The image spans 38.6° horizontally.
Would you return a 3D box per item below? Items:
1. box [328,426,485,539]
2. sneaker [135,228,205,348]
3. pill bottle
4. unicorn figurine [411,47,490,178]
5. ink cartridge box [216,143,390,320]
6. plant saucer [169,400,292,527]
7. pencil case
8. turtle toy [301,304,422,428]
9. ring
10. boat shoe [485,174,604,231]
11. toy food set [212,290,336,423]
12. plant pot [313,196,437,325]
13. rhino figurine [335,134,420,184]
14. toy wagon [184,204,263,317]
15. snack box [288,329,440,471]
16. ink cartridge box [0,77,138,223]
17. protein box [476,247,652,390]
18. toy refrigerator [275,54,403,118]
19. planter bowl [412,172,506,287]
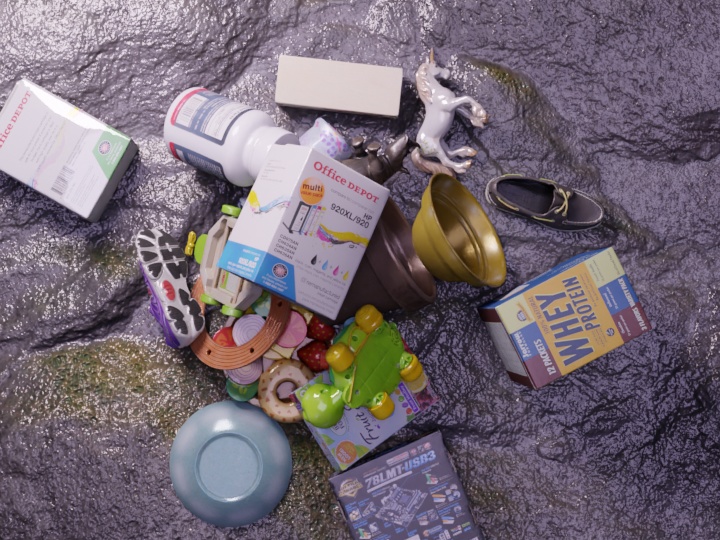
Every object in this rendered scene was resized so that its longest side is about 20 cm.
[{"bbox_3d":[0.074,0.382,1.640,0.198,0.050,0.201,-24,88,-2],"label":"box"},{"bbox_3d":[-0.317,0.030,1.630,0.080,0.083,0.202,-6,69,-42],"label":"sneaker"},{"bbox_3d":[-0.194,-0.197,1.582,0.198,0.119,0.121,25,87,28],"label":"pill bottle"},{"bbox_3d":[0.136,-0.248,1.650,0.136,0.074,0.202,22,93,10],"label":"unicorn figurine"},{"bbox_3d":[-0.081,-0.059,1.461,0.146,0.144,0.202,26,85,-29],"label":"ink cartridge box"},{"bbox_3d":[-0.208,0.310,1.640,0.198,0.039,0.204,0,87,-2],"label":"plant saucer"},{"bbox_3d":[-0.103,-0.148,1.638,0.200,0.091,0.083,-45,112,-2],"label":"pencil case"},{"bbox_3d":[-0.009,0.152,1.536,0.200,0.101,0.146,-50,116,-23],"label":"turtle toy"},{"bbox_3d":[-0.191,0.059,1.615,0.198,0.019,0.203,-12,65,27],"label":"ring"},{"bbox_3d":[0.302,-0.108,1.658,0.198,0.061,0.073,12,88,-1],"label":"boat shoe"},{"bbox_3d":[-0.135,0.128,1.644,0.196,0.049,0.202,29,88,0],"label":"toy food set"},{"bbox_3d":[0.000,0.000,1.597,0.173,0.200,0.202,-30,89,15],"label":"plant pot"},{"bbox_3d":[0.010,-0.162,1.610,0.198,0.060,0.088,-24,132,-22],"label":"rhino figurine"},{"bbox_3d":[-0.208,-0.021,1.598,0.039,0.199,0.157,10,97,-39],"label":"toy wagon"},{"bbox_3d":[0.008,0.199,1.616,0.199,0.053,0.143,-32,88,-20],"label":"snack box"},{"bbox_3d":[-0.475,-0.188,1.628,0.198,0.088,0.147,29,87,-2],"label":"ink cartridge box"},{"bbox_3d":[0.305,0.072,1.581,0.197,0.200,0.136,-27,89,-2],"label":"protein box"},{"bbox_3d":[-0.034,-0.294,1.654,0.197,0.070,0.077,6,95,-1],"label":"toy refrigerator"},{"bbox_3d":[0.139,-0.045,1.613,0.083,0.200,0.202,-32,89,27],"label":"planter bowl"}]
